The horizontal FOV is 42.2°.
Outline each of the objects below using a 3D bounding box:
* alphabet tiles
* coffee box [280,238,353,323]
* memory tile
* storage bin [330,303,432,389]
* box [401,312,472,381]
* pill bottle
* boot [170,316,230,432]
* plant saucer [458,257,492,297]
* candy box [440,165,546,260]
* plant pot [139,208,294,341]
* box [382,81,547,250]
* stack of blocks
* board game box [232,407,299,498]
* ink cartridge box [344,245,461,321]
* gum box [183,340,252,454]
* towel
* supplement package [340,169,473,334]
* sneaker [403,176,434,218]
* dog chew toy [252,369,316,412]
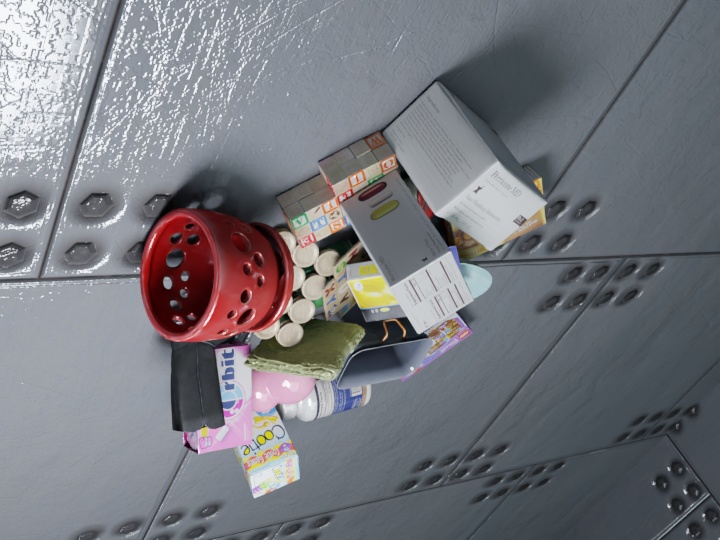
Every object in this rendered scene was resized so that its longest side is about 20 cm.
[{"bbox_3d":[0.000,0.000,1.715,0.200,0.006,0.167,-44,153,-25],"label":"alphabet tiles"},{"bbox_3d":[-0.103,0.027,1.703,0.199,0.044,0.123,-21,144,-16],"label":"coffee box"},{"bbox_3d":[-0.133,0.032,1.633,0.153,0.017,0.201,21,105,-33],"label":"memory tile"},{"bbox_3d":[0.023,0.131,1.861,0.199,0.135,0.146,-8,141,-33],"label":"storage bin"},{"bbox_3d":[0.142,0.158,2.079,0.199,0.039,0.137,-35,146,6],"label":"box"},{"bbox_3d":[-0.087,0.252,1.952,0.199,0.111,0.111,-11,142,-27],"label":"pill bottle"},{"bbox_3d":[-0.256,0.176,1.637,0.164,0.202,0.066,-3,170,-26],"label":"boot"},{"bbox_3d":[0.150,0.015,1.781,0.199,0.039,0.201,-5,155,-2],"label":"plant saucer"},{"bbox_3d":[0.255,-0.106,1.788,0.199,0.055,0.116,-25,133,-10],"label":"candy box"},{"bbox_3d":[-0.216,0.012,1.455,0.182,0.201,0.201,7,132,-47],"label":"plant pot"},{"bbox_3d":[0.172,-0.168,1.527,0.131,0.201,0.199,-41,145,17],"label":"box"},{"bbox_3d":[-0.034,-0.131,1.539,0.199,0.059,0.115,-28,147,-5],"label":"stack of blocks"},{"bbox_3d":[-0.209,0.333,1.880,0.102,0.201,0.105,-20,145,-16],"label":"board game box"},{"bbox_3d":[0.088,0.030,1.707,0.198,0.047,0.198,-7,153,9],"label":"ink cartridge box"},{"bbox_3d":[-0.265,0.226,1.727,0.113,0.066,0.202,-4,97,-36],"label":"gum box"},{"bbox_3d":[-0.101,0.140,1.706,0.149,0.199,0.037,-53,136,-45],"label":"towel"},{"bbox_3d":[0.075,-0.030,1.513,0.110,0.200,0.156,-32,143,1],"label":"supplement package"},{"bbox_3d":[0.110,-0.096,1.687,0.085,0.077,0.201,-32,147,-21],"label":"sneaker"},{"bbox_3d":[-0.189,0.220,1.827,0.199,0.125,0.125,-24,147,3],"label":"dog chew toy"}]
